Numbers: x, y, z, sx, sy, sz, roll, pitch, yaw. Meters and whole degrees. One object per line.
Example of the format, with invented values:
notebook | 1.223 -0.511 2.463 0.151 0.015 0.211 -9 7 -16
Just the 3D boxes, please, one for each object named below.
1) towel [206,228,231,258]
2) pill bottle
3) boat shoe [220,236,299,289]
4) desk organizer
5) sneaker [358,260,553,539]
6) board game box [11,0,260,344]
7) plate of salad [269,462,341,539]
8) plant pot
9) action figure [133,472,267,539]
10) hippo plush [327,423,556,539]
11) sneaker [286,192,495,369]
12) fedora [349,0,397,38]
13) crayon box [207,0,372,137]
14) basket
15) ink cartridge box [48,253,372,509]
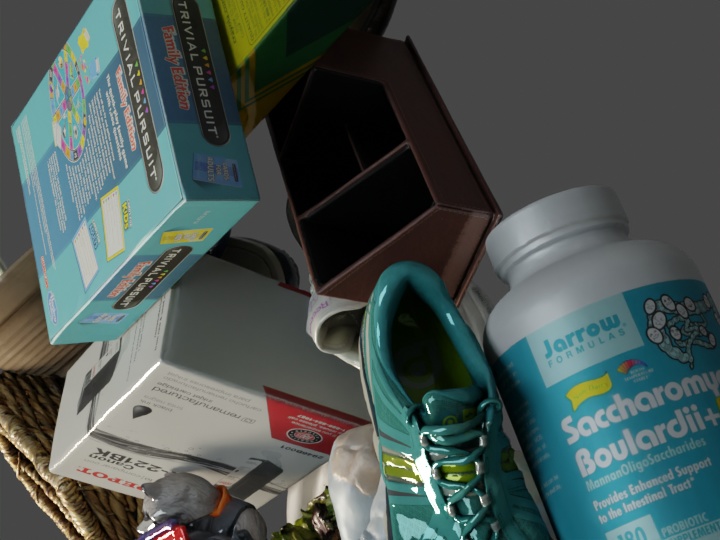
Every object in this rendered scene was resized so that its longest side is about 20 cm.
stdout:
towel | -0.121 -0.062 0.899 0.112 0.048 0.200 -43 30 29
pill bottle | 0.126 0.063 0.612 0.111 0.111 0.200 -41 62 45
boat shoe | -0.095 0.019 0.926 0.200 0.062 0.075 -27 74 52
desk organizer | 0.004 -0.063 0.727 0.200 0.077 0.072 -109 36 -52
sneaker | 0.040 0.088 0.593 0.080 0.077 0.200 89 163 -63
board game box | -0.137 -0.064 0.752 0.200 0.047 0.151 -37 62 49
plate of salad | 0.004 0.178 0.827 0.200 0.048 0.201 5 97 52
plant pot | -0.228 0.019 1.028 0.093 0.201 0.201 49 139 -8
action figure | -0.093 0.219 0.844 0.200 0.105 0.194 -23 95 40
hippo plush | 0.004 0.168 0.680 0.200 0.161 0.160 -33 83 33
sneaker | 0.000 0.000 0.774 0.200 0.099 0.075 47 130 40
fedora | -0.055 -0.217 0.827 0.200 0.091 0.201 6 98 52
crayon box | -0.071 -0.160 0.736 0.200 0.051 0.127 -37 65 49
basket | -0.217 0.170 1.024 0.200 0.149 0.143 31 117 45
ink cartridge box | -0.098 0.083 0.851 0.200 0.144 0.084 -40 36 49
